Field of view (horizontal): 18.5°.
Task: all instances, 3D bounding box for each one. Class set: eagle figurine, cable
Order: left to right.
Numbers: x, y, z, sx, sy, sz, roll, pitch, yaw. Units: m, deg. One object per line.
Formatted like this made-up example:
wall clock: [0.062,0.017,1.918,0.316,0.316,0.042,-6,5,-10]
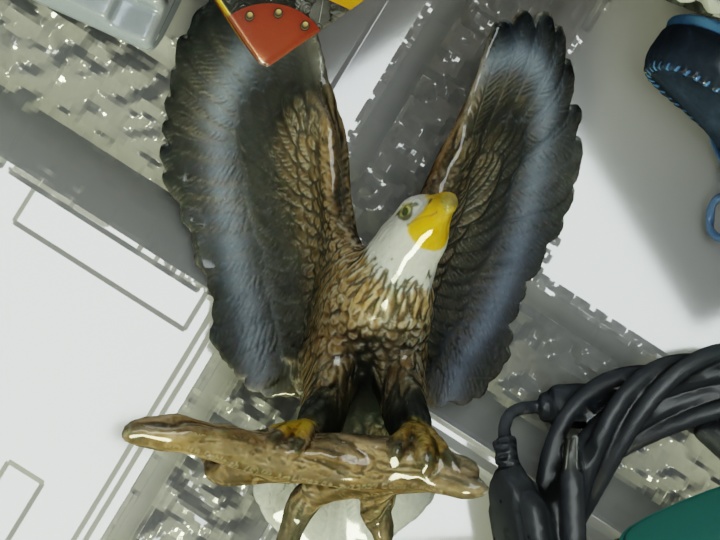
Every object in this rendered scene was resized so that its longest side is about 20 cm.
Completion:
eagle figurine: [0.005,-0.003,0.835,0.152,0.150,0.201,40,40,-40]
cable: [0.136,0.134,0.878,0.162,0.051,0.202,-10,85,-13]

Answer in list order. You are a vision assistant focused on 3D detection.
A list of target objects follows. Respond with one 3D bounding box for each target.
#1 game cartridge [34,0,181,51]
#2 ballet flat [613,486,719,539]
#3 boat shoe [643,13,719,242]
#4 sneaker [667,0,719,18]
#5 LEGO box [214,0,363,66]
game cartridge: [-0.098,-0.200,0.860,0.132,0.040,0.201,25,81,2]
ballet flat: [0.098,0.129,0.820,0.198,0.068,0.076,-14,109,-6]
boat shoe: [0.191,-0.023,0.875,0.199,0.084,0.069,36,86,-2]
sneaker: [0.159,-0.133,0.857,0.198,0.075,0.082,11,104,-28]
LEGO box: [-0.032,-0.198,0.755,0.148,0.077,0.201,-34,112,0]
